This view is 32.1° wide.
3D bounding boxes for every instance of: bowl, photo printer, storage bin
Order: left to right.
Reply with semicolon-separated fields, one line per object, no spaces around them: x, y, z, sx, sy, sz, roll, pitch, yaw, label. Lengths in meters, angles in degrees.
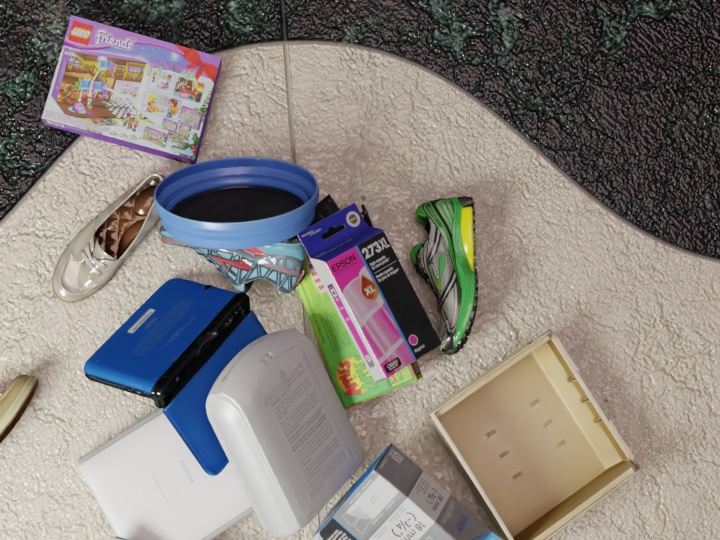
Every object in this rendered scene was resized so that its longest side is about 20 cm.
-0.215;0.247;1.500;0.198;0.069;0.168;-30;86;-9;photo printer
-0.148;-0.081;1.503;0.197;0.201;0.040;-4;117;-7;bowl
-0.090;0.180;1.459;0.166;0.069;0.202;-42;112;-48;photo printer
0.212;0.209;1.541;0.197;0.094;0.201;-33;86;-9;storage bin

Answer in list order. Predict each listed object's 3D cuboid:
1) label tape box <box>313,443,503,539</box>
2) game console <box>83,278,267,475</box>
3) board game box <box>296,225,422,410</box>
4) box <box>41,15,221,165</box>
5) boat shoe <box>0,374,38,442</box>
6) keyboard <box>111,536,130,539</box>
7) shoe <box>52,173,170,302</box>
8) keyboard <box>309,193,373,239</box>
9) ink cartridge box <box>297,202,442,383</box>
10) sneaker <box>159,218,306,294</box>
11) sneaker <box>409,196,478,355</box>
0.064;0.325;1.485;0.199;0.063;0.145;40;123;2;label tape box
-0.202;0.122;1.490;0.168;0.120;0.200;13;38;23;game console
-0.008;0.057;1.543;0.100;0.048;0.203;-22;86;12;board game box
-0.286;-0.226;1.575;0.197;0.039;0.139;15;81;-4;box
-0.462;0.195;1.479;0.063;0.073;0.201;41;81;-2;boat shoe
-0.213;0.359;1.464;0.198;0.011;0.057;24;100;-28;keyboard
-0.307;-0.044;1.540;0.070;0.053;0.200;41;80;1;shoe
0.000;0.000;1.584;0.103;0.040;0.201;-34;86;11;keyboard
0.011;0.023;1.485;0.094;0.037;0.202;-29;89;-31;ink cartridge box
-0.160;-0.015;1.526;0.197;0.079;0.097;10;114;23;sneaker
0.105;0.008;1.575;0.084;0.078;0.203;-2;73;0;sneaker
